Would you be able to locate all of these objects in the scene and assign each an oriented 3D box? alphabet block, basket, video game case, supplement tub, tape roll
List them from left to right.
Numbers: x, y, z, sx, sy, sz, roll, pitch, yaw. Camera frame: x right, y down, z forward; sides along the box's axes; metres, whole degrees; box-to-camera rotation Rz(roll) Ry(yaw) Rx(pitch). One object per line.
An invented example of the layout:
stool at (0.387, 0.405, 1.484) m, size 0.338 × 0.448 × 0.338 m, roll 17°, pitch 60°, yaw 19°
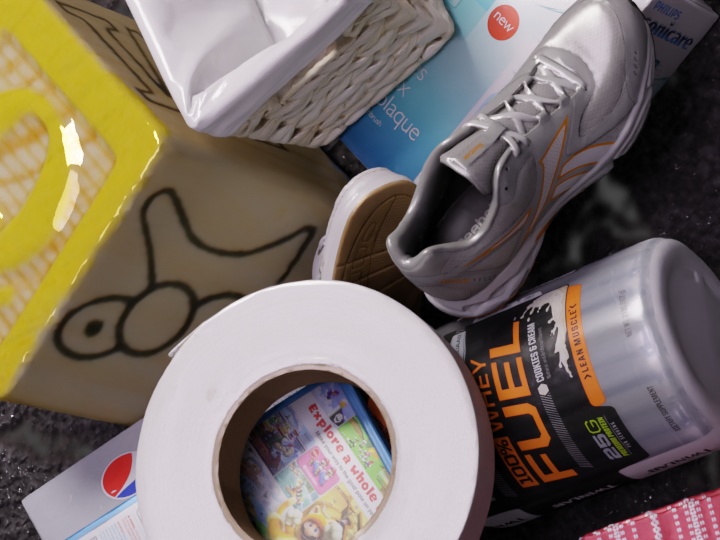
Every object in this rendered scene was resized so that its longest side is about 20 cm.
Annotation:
alphabet block at (-0.147, -0.033, 1.489) m, size 0.196 × 0.199 × 0.196 m, roll 44°, pitch 107°, yaw 38°
video game case at (-0.061, 0.164, 1.357) m, size 0.199 × 0.018 × 0.144 m, roll -33°, pitch 63°, yaw 5°
basket at (-0.054, -0.182, 1.412) m, size 0.135 × 0.123 × 0.201 m, roll -38°, pitch 61°, yaw 24°
tape roll at (-0.026, 0.106, 1.328) m, size 0.201 × 0.037 × 0.204 m, roll -5°, pitch 74°, yaw 18°
supplement tub at (0.110, 0.070, 1.369) m, size 0.199 × 0.122 × 0.123 m, roll -25°, pitch 71°, yaw 28°

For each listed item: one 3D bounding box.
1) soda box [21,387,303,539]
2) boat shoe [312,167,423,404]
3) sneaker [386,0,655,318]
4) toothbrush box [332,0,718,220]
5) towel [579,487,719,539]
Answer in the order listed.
soda box at (-0.097, 0.119, 1.458) m, size 0.199 × 0.064 × 0.068 m, roll -35°, pitch 47°, yaw -4°
boat shoe at (0.000, 0.000, 1.424) m, size 0.070 × 0.201 × 0.070 m, roll -20°, pitch 56°, yaw -16°
sneaker at (0.087, -0.067, 1.318) m, size 0.076 × 0.092 × 0.201 m, roll 32°, pitch 93°, yaw 29°
toothbrush box at (0.087, -0.125, 1.434) m, size 0.200 × 0.085 × 0.147 m, roll -50°, pitch 62°, yaw 16°
towel at (0.230, 0.180, 1.301) m, size 0.199 × 0.022 × 0.146 m, roll -18°, pitch 73°, yaw 10°
